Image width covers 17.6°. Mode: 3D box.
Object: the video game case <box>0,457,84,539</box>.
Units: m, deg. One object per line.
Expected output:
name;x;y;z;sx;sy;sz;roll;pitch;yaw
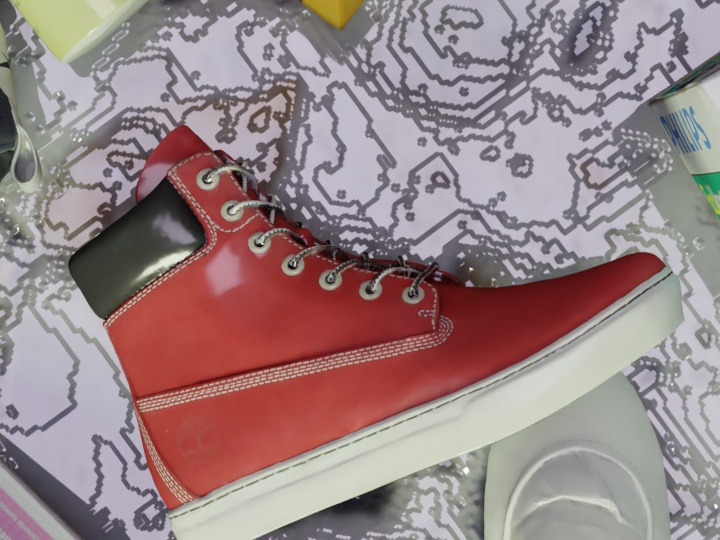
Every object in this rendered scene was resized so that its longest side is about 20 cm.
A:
video game case;-0.172;0.162;0.812;0.143;0.018;0.200;42;84;16

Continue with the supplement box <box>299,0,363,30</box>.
supplement box;-0.023;-0.224;0.785;0.197;0.133;0.200;38;90;0

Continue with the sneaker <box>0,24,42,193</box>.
sneaker;-0.201;-0.022;0.810;0.199;0.079;0.130;-29;81;-10

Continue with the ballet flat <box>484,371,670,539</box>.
ballet flat;0.074;0.128;0.818;0.069;0.069;0.200;6;90;0

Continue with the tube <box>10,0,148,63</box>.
tube;-0.150;-0.164;0.820;0.200;0.058;0.052;51;49;-5

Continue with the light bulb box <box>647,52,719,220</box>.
light bulb box;0.236;-0.029;0.790;0.198;0.125;0.200;-33;91;0

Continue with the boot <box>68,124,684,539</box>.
boot;0.000;0.000;0.804;0.200;0.072;0.144;-23;87;15
